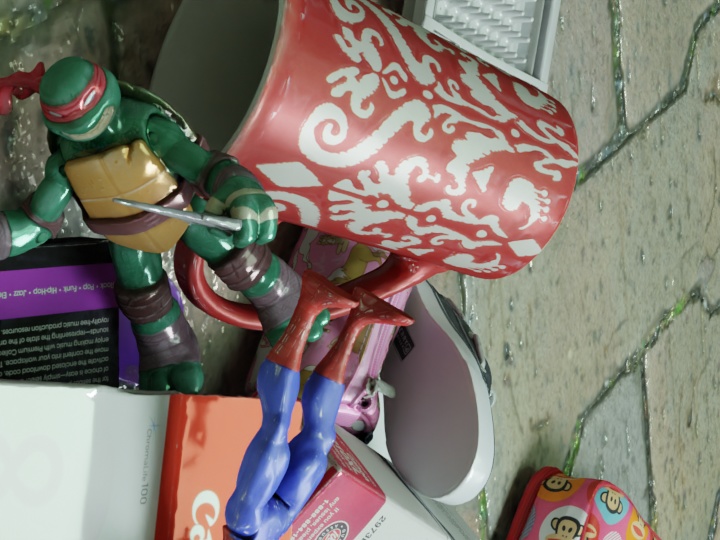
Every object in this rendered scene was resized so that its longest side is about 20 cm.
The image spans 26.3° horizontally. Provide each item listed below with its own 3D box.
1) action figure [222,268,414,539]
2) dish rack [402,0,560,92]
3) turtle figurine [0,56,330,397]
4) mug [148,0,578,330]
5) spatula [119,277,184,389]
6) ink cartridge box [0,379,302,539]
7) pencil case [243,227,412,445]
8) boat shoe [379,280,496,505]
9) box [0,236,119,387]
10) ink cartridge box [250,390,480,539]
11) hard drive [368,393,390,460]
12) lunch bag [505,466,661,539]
[{"bbox_3d":[-0.026,0.112,0.664,0.065,0.099,0.201,19,100,-49],"label":"action figure"},{"bbox_3d":[0.079,-0.190,1.031,0.171,0.043,0.201,15,84,-55],"label":"dish rack"},{"bbox_3d":[-0.097,-0.026,0.672,0.200,0.149,0.101,57,34,-46],"label":"turtle figurine"},{"bbox_3d":[-0.006,-0.060,0.815,0.199,0.178,0.134,18,36,-31],"label":"mug"},{"bbox_3d":[-0.135,0.094,0.791,0.056,0.021,0.201,19,84,-37],"label":"spatula"},{"bbox_3d":[-0.109,0.132,0.684,0.199,0.057,0.164,6,88,-28],"label":"ink cartridge box"},{"bbox_3d":[0.000,0.000,0.911,0.083,0.086,0.201,88,20,-70],"label":"pencil case"},{"bbox_3d":[0.050,0.070,0.924,0.068,0.200,0.072,31,109,-31],"label":"boat shoe"},{"bbox_3d":[-0.175,0.088,0.709,0.143,0.036,0.201,-5,97,-51],"label":"box"},{"bbox_3d":[-0.025,0.172,0.858,0.145,0.084,0.200,-47,137,3],"label":"ink cartridge box"},{"bbox_3d":[0.013,0.150,1.020,0.132,0.027,0.201,9,90,-56],"label":"hard drive"},{"bbox_3d":[0.171,0.269,1.228,0.200,0.082,0.177,50,57,-48],"label":"lunch bag"}]
